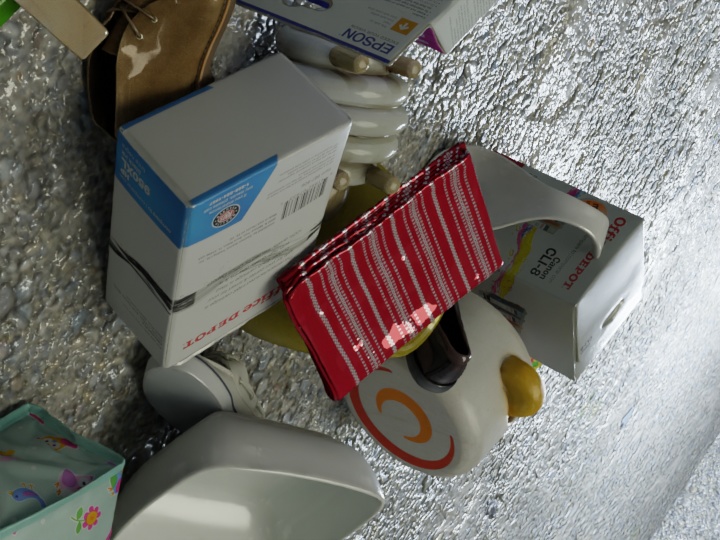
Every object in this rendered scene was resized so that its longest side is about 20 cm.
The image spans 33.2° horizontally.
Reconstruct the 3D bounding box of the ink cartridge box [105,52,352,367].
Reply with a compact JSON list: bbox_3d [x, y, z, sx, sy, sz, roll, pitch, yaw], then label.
[{"bbox_3d":[-0.102,-0.039,0.877,0.144,0.084,0.200,-32,157,-32],"label":"ink cartridge box"}]

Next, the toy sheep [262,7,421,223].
[{"bbox_3d":[-0.021,-0.134,0.944,0.138,0.138,0.200,-7,115,-57],"label":"toy sheep"}]

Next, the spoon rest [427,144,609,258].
[{"bbox_3d":[0.157,-0.069,1.231,0.061,0.200,0.100,91,17,-70],"label":"spoon rest"}]

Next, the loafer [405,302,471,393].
[{"bbox_3d":[0.070,0.018,1.174,0.072,0.200,0.063,6,148,-30],"label":"loafer"}]

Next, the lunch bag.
[{"bbox_3d":[-0.275,0.214,0.846,0.200,0.122,0.171,-31,141,-52],"label":"lunch bag"}]

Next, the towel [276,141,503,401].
[{"bbox_3d":[0.030,0.004,0.979,0.200,0.022,0.145,-38,134,-17],"label":"towel"}]

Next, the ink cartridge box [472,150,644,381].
[{"bbox_3d":[0.195,-0.006,1.337,0.145,0.200,0.145,-48,149,-25],"label":"ink cartridge box"}]

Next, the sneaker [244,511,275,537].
[{"bbox_3d":[-0.123,0.269,1.206,0.200,0.073,0.112,-47,153,-9],"label":"sneaker"}]

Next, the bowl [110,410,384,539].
[{"bbox_3d":[-0.103,0.191,1.049,0.199,0.075,0.200,18,139,-34],"label":"bowl"}]

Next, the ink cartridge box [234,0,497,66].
[{"bbox_3d":[0.006,-0.219,0.842,0.200,0.196,0.043,-48,147,-24],"label":"ink cartridge box"}]

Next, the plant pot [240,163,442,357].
[{"bbox_3d":[0.000,0.000,1.084,0.200,0.142,0.200,-39,144,-36],"label":"plant pot"}]

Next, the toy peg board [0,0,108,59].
[{"bbox_3d":[-0.239,-0.167,0.504,0.098,0.200,0.199,-45,151,1],"label":"toy peg board"}]

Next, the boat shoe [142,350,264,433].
[{"bbox_3d":[-0.129,0.106,1.059,0.200,0.071,0.070,61,35,-53],"label":"boat shoe"}]

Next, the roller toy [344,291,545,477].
[{"bbox_3d":[0.084,0.110,1.273,0.140,0.182,0.200,-42,179,-33],"label":"roller toy"}]

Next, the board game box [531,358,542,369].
[{"bbox_3d":[0.189,0.059,1.411,0.200,0.102,0.048,-36,146,-16],"label":"board game box"}]

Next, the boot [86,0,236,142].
[{"bbox_3d":[-0.133,-0.171,0.794,0.075,0.074,0.200,-21,136,-42],"label":"boot"}]
